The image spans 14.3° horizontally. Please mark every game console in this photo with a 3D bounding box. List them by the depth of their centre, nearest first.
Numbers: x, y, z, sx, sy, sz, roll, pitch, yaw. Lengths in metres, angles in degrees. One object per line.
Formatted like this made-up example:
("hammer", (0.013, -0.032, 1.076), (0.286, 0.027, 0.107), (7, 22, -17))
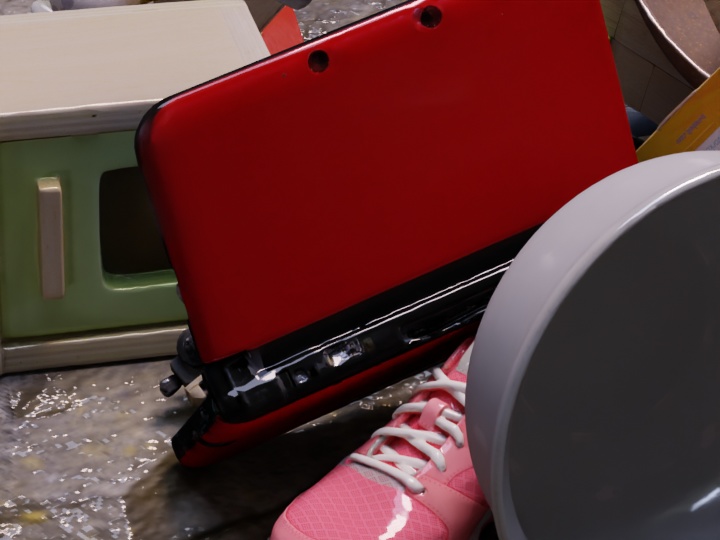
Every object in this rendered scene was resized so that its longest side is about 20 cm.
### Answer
("game console", (0.005, -0.022, 1.152), (0.200, 0.119, 0.172), (-23, -8, -18))

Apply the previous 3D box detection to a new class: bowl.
("bowl", (0.113, 0.034, 1.075), (0.201, 0.201, 0.090), (-14, 31, -25))

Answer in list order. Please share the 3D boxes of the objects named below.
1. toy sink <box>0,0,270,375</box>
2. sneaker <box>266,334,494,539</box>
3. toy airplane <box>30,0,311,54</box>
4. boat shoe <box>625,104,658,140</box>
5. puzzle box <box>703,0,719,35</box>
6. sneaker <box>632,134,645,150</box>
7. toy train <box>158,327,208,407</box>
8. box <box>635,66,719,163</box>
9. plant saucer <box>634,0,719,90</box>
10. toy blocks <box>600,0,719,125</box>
("toy sink", (-0.139, -0.035, 1.271), (0.200, 0.130, 0.112), (-5, 29, -12))
("sneaker", (0.037, 0.064, 1.136), (0.074, 0.087, 0.200), (24, 36, 38))
("toy airplane", (-0.084, -0.129, 1.380), (0.141, 0.200, 0.199), (-14, 35, -36))
("boat shoe", (0.078, -0.053, 1.365), (0.200, 0.075, 0.062), (-6, 31, -15))
("puzzle box", (0.244, -0.166, 1.207), (0.133, 0.025, 0.200), (-8, 29, 42))
("sneaker", (0.143, 0.001, 1.236), (0.060, 0.104, 0.200), (-23, 36, -38))
("toy train", (0.000, 0.000, 1.231), (0.200, 0.046, 0.034), (-36, -6, -7))
("box", (0.194, 0.009, 1.138), (0.041, 0.119, 0.200), (-28, 78, -39))
("plant saucer", (0.203, -0.115, 1.248), (0.200, 0.034, 0.200), (10, 47, -10))
("toy blocks", (0.194, -0.100, 1.307), (0.137, 0.100, 0.200), (36, 38, 31))
